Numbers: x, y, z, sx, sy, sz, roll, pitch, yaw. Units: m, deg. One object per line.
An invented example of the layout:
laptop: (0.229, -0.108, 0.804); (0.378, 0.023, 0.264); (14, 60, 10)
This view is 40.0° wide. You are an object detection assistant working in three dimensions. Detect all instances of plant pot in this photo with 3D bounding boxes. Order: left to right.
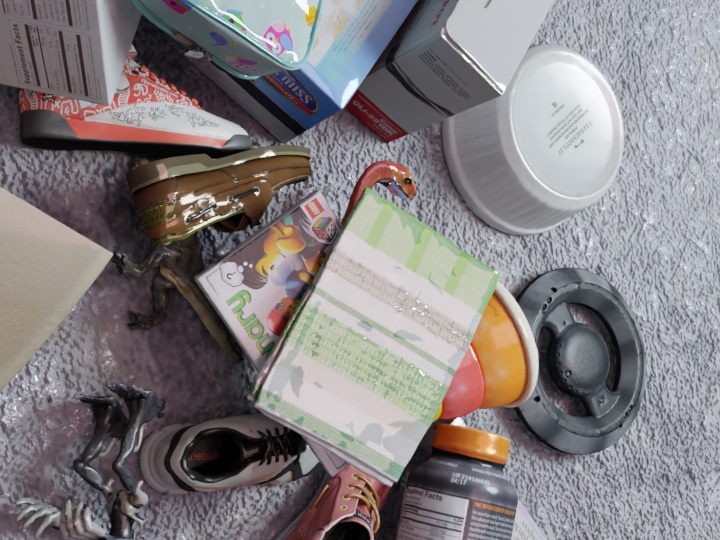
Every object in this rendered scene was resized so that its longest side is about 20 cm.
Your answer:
plant pot: (-0.319, 0.011, 0.692); (0.199, 0.199, 0.179); (33, 80, -22)

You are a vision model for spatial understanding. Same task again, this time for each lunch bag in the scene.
lunch bag: (-0.089, -0.251, 0.747); (0.160, 0.076, 0.203); (28, 69, -46)

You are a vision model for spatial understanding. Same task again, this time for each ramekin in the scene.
ramekin: (0.191, -0.145, 1.049); (0.200, 0.094, 0.206); (4, 81, -29)

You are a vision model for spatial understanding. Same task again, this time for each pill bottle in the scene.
pill bottle: (0.085, 0.245, 0.901); (0.105, 0.106, 0.203); (19, 76, -26)

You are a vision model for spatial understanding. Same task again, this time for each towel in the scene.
towel: (0.014, 0.055, 0.812); (0.148, 0.031, 0.202); (32, 79, -16)

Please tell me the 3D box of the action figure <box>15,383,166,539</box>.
action figure: (-0.210, 0.195, 0.771); (0.101, 0.118, 0.203); (23, 62, -44)

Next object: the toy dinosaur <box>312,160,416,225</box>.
toy dinosaur: (0.000, 0.000, 0.884); (0.103, 0.183, 0.201); (11, 33, -8)

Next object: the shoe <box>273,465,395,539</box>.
shoe: (-0.005, 0.217, 0.894); (0.072, 0.091, 0.200); (49, 64, -16)

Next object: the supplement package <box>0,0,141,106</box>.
supplement package: (-0.222, -0.260, 0.746); (0.109, 0.156, 0.202); (10, 58, -3)

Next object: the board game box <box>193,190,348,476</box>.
board game box: (-0.032, 0.052, 0.828); (0.126, 0.035, 0.201); (-36, 99, -12)

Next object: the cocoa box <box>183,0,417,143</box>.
cocoa box: (-0.041, -0.245, 0.907); (0.133, 0.131, 0.201); (41, 66, -19)

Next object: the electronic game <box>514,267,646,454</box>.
electronic game: (0.235, 0.097, 1.075); (0.197, 0.041, 0.203); (5, 80, -28)

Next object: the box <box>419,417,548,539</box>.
box: (0.132, 0.234, 1.000); (0.039, 0.041, 0.201); (-42, 104, -26)

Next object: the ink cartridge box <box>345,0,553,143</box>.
ink cartridge box: (0.079, -0.220, 0.933); (0.083, 0.199, 0.145); (38, 68, -20)

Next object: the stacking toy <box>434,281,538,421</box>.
stacking toy: (0.052, 0.094, 0.918); (0.198, 0.146, 0.148); (-24, 96, -25)

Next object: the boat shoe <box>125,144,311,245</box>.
boat shoe: (-0.115, -0.065, 0.863); (0.199, 0.071, 0.069); (-17, 88, -46)

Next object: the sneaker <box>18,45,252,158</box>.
sneaker: (-0.187, -0.156, 0.846); (0.198, 0.067, 0.110); (2, 85, -24)

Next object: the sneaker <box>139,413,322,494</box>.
sneaker: (-0.087, 0.158, 0.863); (0.198, 0.080, 0.075); (-8, 86, -32)

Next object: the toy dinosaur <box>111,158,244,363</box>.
toy dinosaur: (-0.167, 0.003, 0.857); (0.088, 0.047, 0.203); (-27, 101, -36)
